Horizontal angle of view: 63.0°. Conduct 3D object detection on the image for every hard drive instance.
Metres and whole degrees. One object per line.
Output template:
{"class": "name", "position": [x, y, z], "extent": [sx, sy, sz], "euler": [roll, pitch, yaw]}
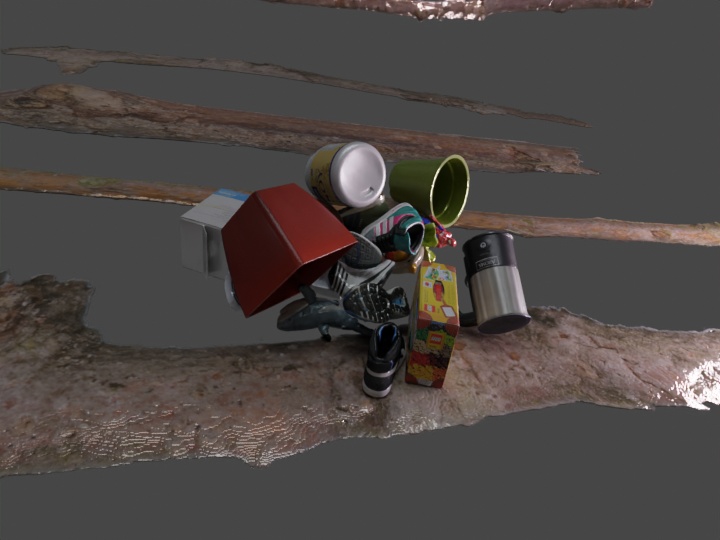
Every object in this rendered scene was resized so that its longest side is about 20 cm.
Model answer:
{"class": "hard drive", "position": [-0.123, 0.000, 1.357], "extent": [0.194, 0.027, 0.133], "euler": [14, 32, 7]}

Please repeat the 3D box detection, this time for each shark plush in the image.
{"class": "shark plush", "position": [-0.072, 0.110, 1.198], "extent": [0.196, 0.091, 0.085], "euler": [23, 47, -18]}

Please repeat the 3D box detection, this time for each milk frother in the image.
{"class": "milk frother", "position": [0.296, 0.048, 1.308], "extent": [0.197, 0.178, 0.193], "euler": [19, 57, -43]}

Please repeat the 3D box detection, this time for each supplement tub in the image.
{"class": "supplement tub", "position": [-0.043, -0.230, 1.413], "extent": [0.142, 0.150, 0.199], "euler": [-9, 12, -27]}

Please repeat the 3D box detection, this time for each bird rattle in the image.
{"class": "bird rattle", "position": [0.092, -0.063, 1.454], "extent": [0.194, 0.114, 0.165], "euler": [13, 48, 12]}

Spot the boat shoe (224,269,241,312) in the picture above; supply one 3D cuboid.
{"class": "boat shoe", "position": [-0.230, 0.005, 1.249], "extent": [0.066, 0.073, 0.202], "euler": [-20, 30, 20]}

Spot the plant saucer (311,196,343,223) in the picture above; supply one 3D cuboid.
{"class": "plant saucer", "position": [-0.135, -0.086, 1.377], "extent": [0.194, 0.037, 0.205], "euler": [1, 56, -1]}

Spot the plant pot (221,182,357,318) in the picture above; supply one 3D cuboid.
{"class": "plant pot", "position": [-0.160, -0.055, 1.173], "extent": [0.178, 0.199, 0.198], "euler": [55, 35, 7]}

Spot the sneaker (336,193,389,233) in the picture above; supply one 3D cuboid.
{"class": "sneaker", "position": [-0.017, -0.112, 1.449], "extent": [0.195, 0.092, 0.067], "euler": [-21, 16, 13]}

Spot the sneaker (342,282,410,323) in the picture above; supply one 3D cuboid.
{"class": "sneaker", "position": [0.022, 0.079, 1.175], "extent": [0.198, 0.088, 0.081], "euler": [11, 61, -56]}

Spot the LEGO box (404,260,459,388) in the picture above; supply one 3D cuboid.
{"class": "LEGO box", "position": [0.138, 0.102, 1.149], "extent": [0.075, 0.152, 0.202], "euler": [10, 31, 1]}

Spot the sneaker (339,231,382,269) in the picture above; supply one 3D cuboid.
{"class": "sneaker", "position": [-0.035, -0.063, 1.285], "extent": [0.196, 0.076, 0.087], "euler": [24, 20, 20]}

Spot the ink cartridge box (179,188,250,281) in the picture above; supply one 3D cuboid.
{"class": "ink cartridge box", "position": [-0.315, -0.080, 1.331], "extent": [0.122, 0.132, 0.201], "euler": [15, 32, 14]}

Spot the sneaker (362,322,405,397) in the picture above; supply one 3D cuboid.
{"class": "sneaker", "position": [0.056, 0.133, 1.112], "extent": [0.071, 0.114, 0.201], "euler": [13, 32, 5]}

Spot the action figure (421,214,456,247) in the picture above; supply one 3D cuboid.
{"class": "action figure", "position": [0.182, -0.115, 1.597], "extent": [0.065, 0.052, 0.198], "euler": [-38, 54, -24]}

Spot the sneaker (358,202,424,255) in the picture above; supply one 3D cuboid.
{"class": "sneaker", "position": [0.075, -0.065, 1.377], "extent": [0.199, 0.084, 0.121], "euler": [-40, 42, -7]}

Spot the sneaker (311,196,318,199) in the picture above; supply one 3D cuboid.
{"class": "sneaker", "position": [-0.193, -0.147, 1.487], "extent": [0.194, 0.118, 0.074], "euler": [-1, 34, -14]}

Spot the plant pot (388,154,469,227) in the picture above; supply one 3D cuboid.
{"class": "plant pot", "position": [0.187, -0.246, 1.705], "extent": [0.187, 0.206, 0.198], "euler": [20, 30, 39]}

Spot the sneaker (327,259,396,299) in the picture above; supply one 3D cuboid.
{"class": "sneaker", "position": [0.000, 0.000, 1.310], "extent": [0.115, 0.076, 0.200], "euler": [40, 35, 8]}
